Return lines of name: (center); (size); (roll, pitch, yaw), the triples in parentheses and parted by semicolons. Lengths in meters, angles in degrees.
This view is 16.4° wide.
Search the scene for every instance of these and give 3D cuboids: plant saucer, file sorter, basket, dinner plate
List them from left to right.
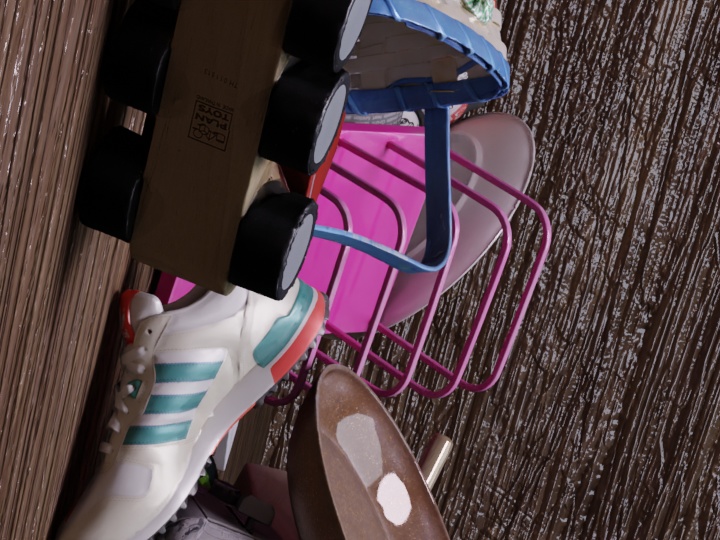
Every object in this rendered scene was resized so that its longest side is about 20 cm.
basket: (-0.004, -0.109, 1.323); (0.176, 0.138, 0.201); (17, 75, -55)
file sorter: (0.000, 0.000, 1.482); (0.199, 0.125, 0.140); (-1, 117, -49)
plant saucer: (0.007, 0.151, 1.371); (0.201, 0.036, 0.201); (-90, 154, -58)
dinner plate: (0.032, -0.037, 1.670); (0.200, 0.024, 0.201); (-32, -151, 20)

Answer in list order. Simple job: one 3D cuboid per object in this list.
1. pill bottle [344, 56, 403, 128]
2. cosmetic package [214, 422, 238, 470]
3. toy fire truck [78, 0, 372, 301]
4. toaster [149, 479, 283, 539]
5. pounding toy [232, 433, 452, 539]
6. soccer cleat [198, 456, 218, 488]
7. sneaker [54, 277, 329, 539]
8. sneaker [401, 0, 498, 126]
pill bottle: (-0.030, -0.107, 1.572); (0.116, 0.115, 0.201); (-73, 177, -66)
cosmetic package: (-0.097, 0.041, 1.818); (0.200, 0.051, 0.152); (103, 0, -66)
toy fire truck: (-0.047, -0.112, 1.095); (0.200, 0.128, 0.177); (-56, 164, -56)
toaster: (-0.104, 0.210, 1.337); (0.201, 0.113, 0.129); (-64, -164, -5)
pounding toy: (-0.023, 0.213, 1.508); (0.185, 0.141, 0.200); (-61, -154, 27)
soccer cleat: (-0.124, 0.121, 1.538); (0.200, 0.067, 0.082); (105, -17, -71)
sneaker: (-0.109, 0.061, 1.303); (0.200, 0.093, 0.070); (-49, -161, -12)
sneaker: (0.029, -0.143, 1.636); (0.067, 0.108, 0.202); (56, -13, 22)
